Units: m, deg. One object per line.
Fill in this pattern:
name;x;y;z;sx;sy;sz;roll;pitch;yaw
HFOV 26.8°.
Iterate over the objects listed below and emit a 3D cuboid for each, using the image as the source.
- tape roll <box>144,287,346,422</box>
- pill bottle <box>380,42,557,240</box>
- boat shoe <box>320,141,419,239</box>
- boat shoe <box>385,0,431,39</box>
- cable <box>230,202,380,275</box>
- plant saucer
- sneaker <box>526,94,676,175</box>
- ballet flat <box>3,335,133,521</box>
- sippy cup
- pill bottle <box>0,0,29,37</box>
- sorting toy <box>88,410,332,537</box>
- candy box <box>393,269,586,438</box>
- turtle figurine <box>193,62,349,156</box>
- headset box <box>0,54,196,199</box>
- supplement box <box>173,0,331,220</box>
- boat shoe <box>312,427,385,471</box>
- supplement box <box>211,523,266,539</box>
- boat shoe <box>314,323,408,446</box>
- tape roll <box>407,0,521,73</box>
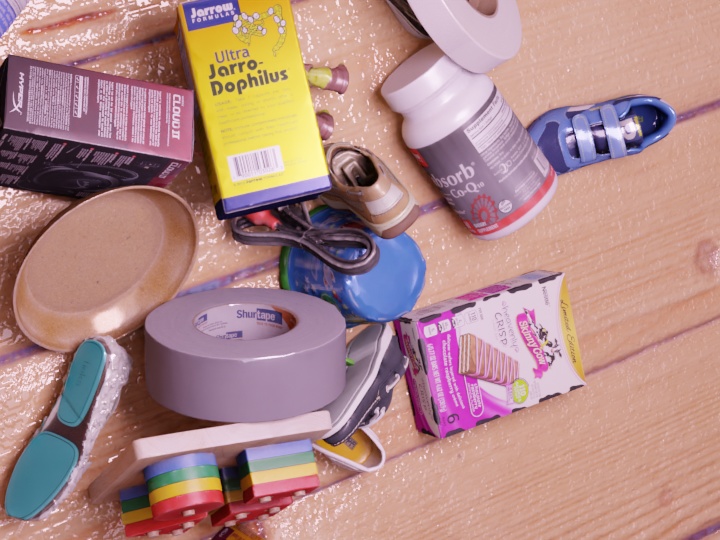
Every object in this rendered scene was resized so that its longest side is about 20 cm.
tape roll;-0.113;0.079;1.484;0.198;0.200;0.067;-9;111;-25
pill bottle;0.115;-0.141;1.630;0.116;0.116;0.201;-44;110;-16
boat shoe;-0.008;-0.101;1.523;0.072;0.200;0.076;-44;122;-8
boat shoe;0.034;-0.329;1.599;0.200;0.071;0.072;43;76;-22
cable;-0.067;-0.046;1.519;0.097;0.200;0.051;-38;133;-14
plant saucer;-0.250;-0.009;1.463;0.199;0.035;0.202;-26;142;-22
sneaker;0.272;-0.158;1.723;0.198;0.082;0.075;-22;104;-21
ballet flat;-0.278;0.161;1.491;0.071;0.072;0.202;28;88;-25
sippy cup;0.000;0.000;1.577;0.138;0.130;0.180;-20;103;-22
pill bottle;-0.355;-0.277;1.392;0.112;0.112;0.201;40;77;-23
sorting toy;-0.145;0.209;1.478;0.197;0.200;0.070;-6;73;-25
candy box;0.147;0.091;1.694;0.198;0.061;0.138;-18;101;-24
turtle figurine;-0.092;-0.203;1.551;0.160;0.064;0.203;13;88;-26
headset box;-0.256;-0.125;1.425;0.198;0.149;0.078;7;72;-25
supplement box;-0.106;-0.160;1.458;0.108;0.109;0.203;-13;91;-9
boat shoe;-0.052;0.151;1.596;0.200;0.070;0.071;42;77;-23
supplement box;-0.157;0.362;1.539;0.200;0.110;0.086;-44;110;-16
boat shoe;0.007;0.126;1.573;0.061;0.075;0.200;54;34;-16
tape roll;0.100;-0.306;1.587;0.202;0.037;0.205;37;40;-39
